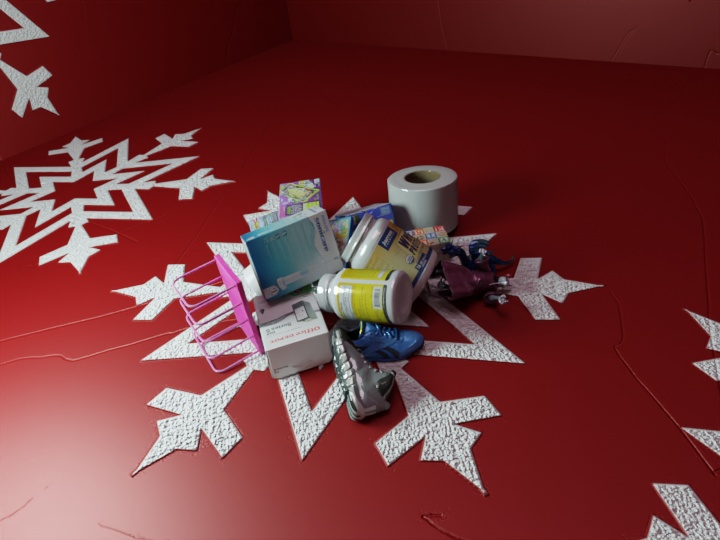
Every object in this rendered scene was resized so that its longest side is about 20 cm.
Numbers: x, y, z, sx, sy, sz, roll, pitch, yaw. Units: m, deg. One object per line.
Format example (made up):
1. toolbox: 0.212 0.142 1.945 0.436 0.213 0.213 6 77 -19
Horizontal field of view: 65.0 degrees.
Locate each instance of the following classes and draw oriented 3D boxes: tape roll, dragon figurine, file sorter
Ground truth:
1. tape roll: 0.178 -0.198 1.600 0.197 0.142 0.204 -5 28 2
2. dragon figurine: 0.299 -0.037 1.400 0.194 0.101 0.059 -9 34 -2
3. file sorter: -0.315 0.100 1.248 0.124 0.204 0.139 -27 38 -22

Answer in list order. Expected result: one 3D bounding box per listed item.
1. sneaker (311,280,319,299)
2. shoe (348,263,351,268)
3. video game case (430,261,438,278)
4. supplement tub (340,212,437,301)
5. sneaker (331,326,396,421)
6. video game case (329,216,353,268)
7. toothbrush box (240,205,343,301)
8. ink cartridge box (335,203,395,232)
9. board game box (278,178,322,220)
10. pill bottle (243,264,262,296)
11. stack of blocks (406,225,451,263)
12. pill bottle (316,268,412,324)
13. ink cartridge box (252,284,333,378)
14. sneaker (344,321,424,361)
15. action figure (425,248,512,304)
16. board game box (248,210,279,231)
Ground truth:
1. sneaker: -0.053 0.041 1.385 0.196 0.076 0.080 17 41 32
2. shoe: 0.000 0.000 1.434 0.053 0.071 0.200 -27 36 -13
3. video game case: 0.134 -0.041 1.512 0.139 0.019 0.202 -5 34 5
4. supplement tub: 0.066 -0.030 1.317 0.197 0.146 0.145 31 40 -1
5. sneaker: 0.011 0.200 1.141 0.112 0.076 0.203 -8 55 -15
6. video game case: -0.109 -0.058 1.474 0.196 0.018 0.147 -7 67 32
7. toothbrush box: -0.155 -0.042 1.294 0.196 0.150 0.085 -24 20 -13
8. ink cartridge box: 0.014 -0.132 1.547 0.133 0.078 0.200 -17 7 -11
9. board game box: -0.159 -0.185 1.512 0.117 0.033 0.202 -5 35 -3
10. pill bottle: -0.188 -0.022 1.414 0.198 0.115 0.115 -37 35 6
11. stack of blocks: 0.132 -0.048 1.454 0.194 0.060 0.116 -9 35 -2
12. pill bottle: 0.007 0.053 1.237 0.195 0.115 0.113 3 35 29
13. ink cartridge box: -0.154 0.129 1.272 0.142 0.086 0.201 -16 35 -11
14. sneaker: 0.040 0.147 1.214 0.194 0.080 0.067 -6 32 1
15. action figure: 0.268 0.036 1.334 0.194 0.149 0.137 3 66 -15
16. board game box: -0.216 -0.144 1.619 0.196 0.063 0.200 -20 7 -14
